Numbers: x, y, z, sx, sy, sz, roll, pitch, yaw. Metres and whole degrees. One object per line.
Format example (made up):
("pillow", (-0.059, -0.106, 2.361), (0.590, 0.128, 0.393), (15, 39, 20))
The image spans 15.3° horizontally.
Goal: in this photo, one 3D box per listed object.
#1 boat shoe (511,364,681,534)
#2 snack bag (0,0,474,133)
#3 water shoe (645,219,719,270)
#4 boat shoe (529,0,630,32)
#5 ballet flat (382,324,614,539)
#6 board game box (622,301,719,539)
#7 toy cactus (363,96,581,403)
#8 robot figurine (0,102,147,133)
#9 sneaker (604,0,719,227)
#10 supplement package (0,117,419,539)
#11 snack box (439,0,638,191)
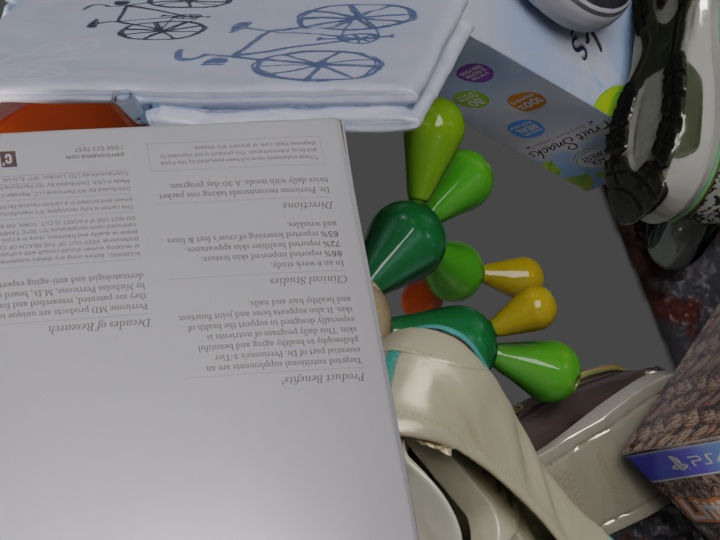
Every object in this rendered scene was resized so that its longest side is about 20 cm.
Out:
("boat shoe", (0.062, 0.098, 1.155), (0.199, 0.059, 0.072), (-27, 108, -21))
("snack bag", (-0.062, -0.082, 1.036), (0.198, 0.189, 0.022), (1, 107, 7))
("water shoe", (0.203, -0.073, 1.254), (0.079, 0.072, 0.201), (31, 64, -1))
("boat shoe", (0.075, -0.201, 1.147), (0.070, 0.066, 0.201), (-26, 93, -43))
("ballet flat", (0.056, 0.110, 1.072), (0.070, 0.069, 0.200), (-52, 120, -26))
("board game box", (0.241, 0.080, 1.149), (0.200, 0.097, 0.160), (45, 63, -15))
("toy cactus", (0.000, 0.000, 1.114), (0.200, 0.102, 0.165), (52, 47, -14))
("robot figurine", (-0.133, -0.017, 1.124), (0.144, 0.117, 0.200), (-39, 80, 0))
("sneaker", (0.170, -0.099, 1.190), (0.088, 0.077, 0.201), (24, 70, -22))
("supplement package", (-0.076, 0.073, 0.932), (0.151, 0.151, 0.201), (-3, 65, -15))
("snack box", (0.064, -0.155, 1.214), (0.199, 0.067, 0.170), (26, 60, -35))
